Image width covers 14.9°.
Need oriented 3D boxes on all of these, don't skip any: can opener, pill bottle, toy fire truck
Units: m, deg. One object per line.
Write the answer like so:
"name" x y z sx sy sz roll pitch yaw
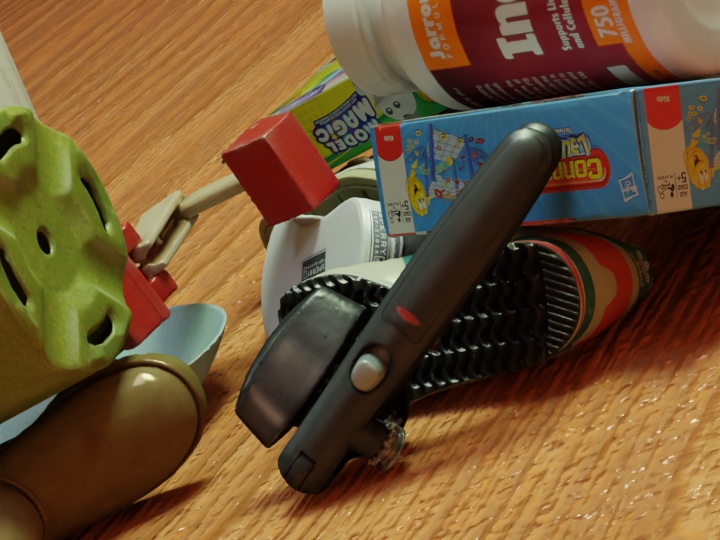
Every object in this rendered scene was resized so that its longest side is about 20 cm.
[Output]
"can opener" 0.022 0.016 1.208 0.200 0.078 0.063 -50 5 20
"pill bottle" 0.084 -0.138 1.339 0.199 0.114 0.113 -7 22 37
"toy fire truck" -0.115 -0.010 1.459 0.141 0.049 0.199 -46 17 -33

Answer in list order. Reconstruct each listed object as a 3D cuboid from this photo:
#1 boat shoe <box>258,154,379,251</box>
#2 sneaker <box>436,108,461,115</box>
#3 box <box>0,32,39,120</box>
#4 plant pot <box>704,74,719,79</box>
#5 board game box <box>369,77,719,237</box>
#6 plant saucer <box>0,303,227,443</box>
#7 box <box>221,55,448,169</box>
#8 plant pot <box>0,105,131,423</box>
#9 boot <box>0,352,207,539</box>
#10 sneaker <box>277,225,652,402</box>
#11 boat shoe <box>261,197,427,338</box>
"boat shoe" 0.017 -0.036 1.518 0.068 0.075 0.200 -38 17 -27
"sneaker" 0.081 -0.087 1.595 0.090 0.075 0.200 -29 14 4
"box" -0.288 -0.023 1.724 0.198 0.201 0.171 -22 16 5
"plant pot" 0.234 -0.175 1.497 0.186 0.188 0.200 -13 31 38
"board game box" 0.142 -0.059 1.296 0.199 0.056 0.195 -9 3 -35
"plant saucer" -0.154 0.080 1.453 0.200 0.039 0.201 -23 13 6
"box" 0.019 -0.109 1.549 0.199 0.049 0.117 -23 14 38
"plant pot" -0.217 0.011 1.309 0.183 0.201 0.200 -20 14 24
"boot" -0.155 0.125 1.248 0.175 0.066 0.200 -34 11 13
"sneaker" 0.051 0.020 1.303 0.199 0.071 0.093 -13 0 44
"boat shoe" 0.000 0.000 1.443 0.067 0.072 0.200 6 -11 -19
